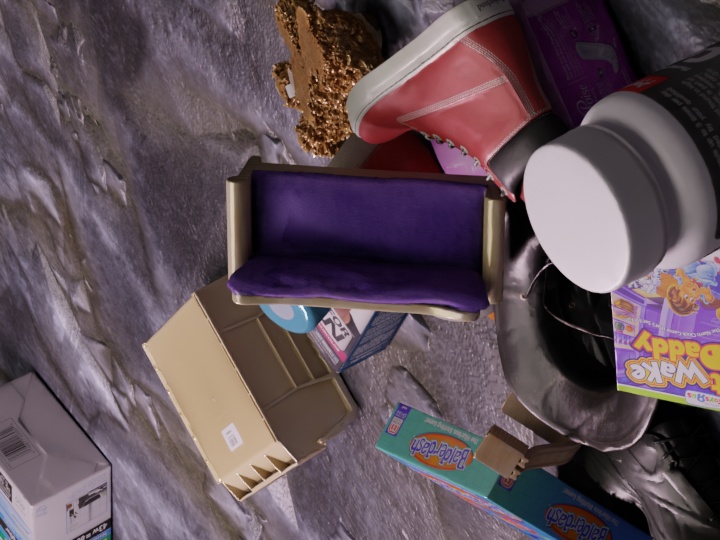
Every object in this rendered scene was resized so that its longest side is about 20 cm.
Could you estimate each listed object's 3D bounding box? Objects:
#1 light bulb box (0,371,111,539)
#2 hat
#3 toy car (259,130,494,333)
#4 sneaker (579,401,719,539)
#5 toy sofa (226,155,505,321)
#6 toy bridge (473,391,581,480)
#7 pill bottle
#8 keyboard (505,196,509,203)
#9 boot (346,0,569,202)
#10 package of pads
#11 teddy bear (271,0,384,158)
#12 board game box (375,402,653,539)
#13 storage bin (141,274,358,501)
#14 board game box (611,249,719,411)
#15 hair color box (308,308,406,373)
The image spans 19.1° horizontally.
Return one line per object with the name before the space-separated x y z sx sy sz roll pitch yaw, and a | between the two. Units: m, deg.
light bulb box | -0.430 0.281 2.826 0.198 0.125 0.200 46 147 31
hat | 0.177 0.026 1.551 0.201 0.081 0.201 26 125 44
toy car | 0.053 -0.012 1.686 0.200 0.184 0.177 36 147 9
sneaker | 0.240 0.157 1.587 0.200 0.076 0.091 42 140 32
toy sofa | 0.004 -0.025 1.529 0.200 0.098 0.083 4 112 9
toy bridge | 0.141 0.113 1.631 0.067 0.200 0.027 32 113 5
pill bottle | 0.204 -0.070 1.301 0.114 0.200 0.114 41 145 37
keyboard | 0.168 -0.032 1.610 0.200 0.011 0.056 40 145 38
boot | 0.070 -0.092 1.501 0.144 0.072 0.200 63 149 4
package of pads | 0.112 -0.137 1.546 0.200 0.076 0.121 -16 99 63
teddy bear | -0.024 -0.165 1.792 0.145 0.067 0.200 60 161 28
board game box | 0.129 0.181 1.706 0.200 0.045 0.152 33 172 -34
storage bin | -0.111 0.111 2.144 0.199 0.094 0.200 60 153 5
board game box | 0.261 0.030 1.375 0.200 0.045 0.134 10 126 28
hair color box | 0.000 0.000 1.883 0.100 0.061 0.200 55 151 15
